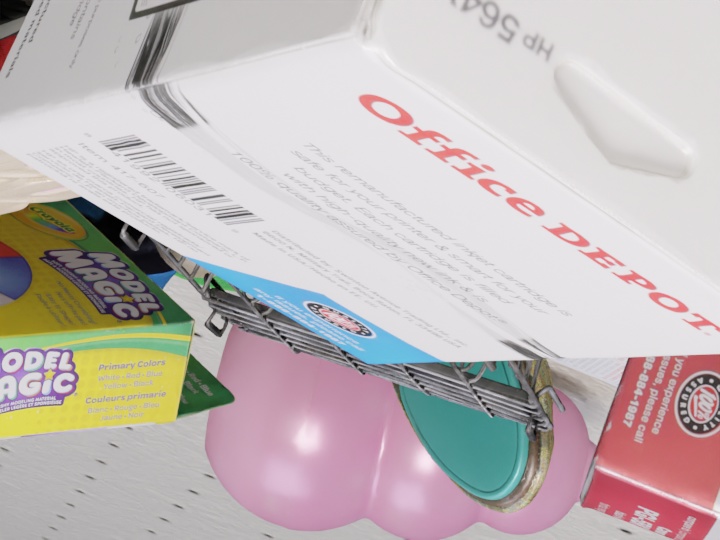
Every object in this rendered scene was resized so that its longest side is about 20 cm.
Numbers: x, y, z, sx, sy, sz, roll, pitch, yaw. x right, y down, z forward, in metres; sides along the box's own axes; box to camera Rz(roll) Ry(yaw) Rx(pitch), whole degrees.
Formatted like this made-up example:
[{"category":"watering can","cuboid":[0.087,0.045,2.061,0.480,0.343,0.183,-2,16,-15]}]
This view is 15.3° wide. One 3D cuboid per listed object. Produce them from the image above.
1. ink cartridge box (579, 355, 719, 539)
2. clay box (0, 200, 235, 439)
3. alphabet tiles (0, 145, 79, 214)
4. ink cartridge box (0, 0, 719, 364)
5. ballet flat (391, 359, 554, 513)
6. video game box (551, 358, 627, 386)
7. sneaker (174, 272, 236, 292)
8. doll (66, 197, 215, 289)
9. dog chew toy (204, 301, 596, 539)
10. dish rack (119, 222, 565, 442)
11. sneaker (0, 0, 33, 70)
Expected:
[{"category":"ink cartridge box","cuboid":[0.195,0.046,0.946,0.199,0.148,0.083,21,166,6]},{"category":"clay box","cuboid":[-0.151,0.017,0.980,0.199,0.048,0.115,-5,-151,-34]},{"category":"alphabet tiles","cuboid":[-0.170,-0.027,0.801,0.195,0.015,0.199,-10,173,43]},{"category":"ink cartridge box","cuboid":[0.015,-0.044,0.681,0.146,0.085,0.200,32,161,-27]},{"category":"ballet flat","cuboid":[0.040,0.029,1.143,0.071,0.071,0.200,39,-172,-49]},{"category":"video game box","cuboid":[0.164,0.026,1.112,0.181,0.047,0.200,26,165,-4]},{"category":"sneaker","cuboid":[-0.015,-0.026,1.103,0.199,0.075,0.083,-1,179,37]},{"category":"doll","cuboid":[-0.134,-0.029,1.113,0.199,0.049,0.137,13,160,30]},{"category":"dog chew toy","cuboid":[0.024,0.081,1.369,0.198,0.125,0.125,12,164,2]},{"category":"dish rack","cuboid":[0.000,0.000,0.922,0.152,0.055,0.200,19,168,17]},{"category":"sneaker","cuboid":[-0.168,-0.070,0.976,0.077,0.200,0.085,33,135,14]}]
